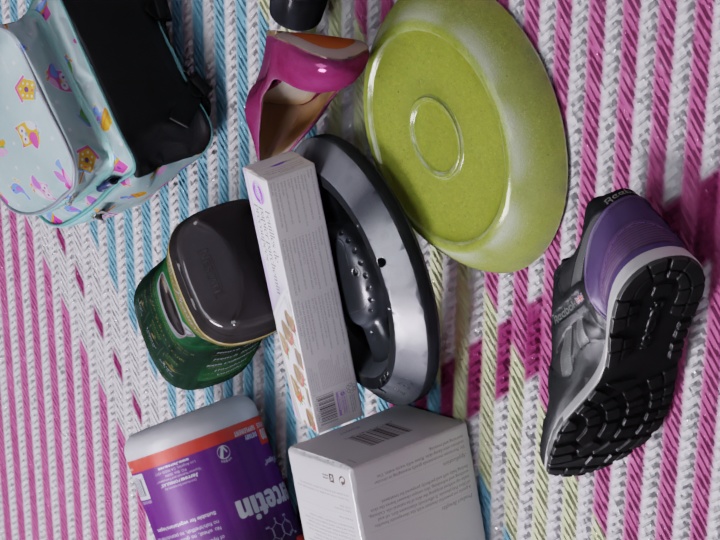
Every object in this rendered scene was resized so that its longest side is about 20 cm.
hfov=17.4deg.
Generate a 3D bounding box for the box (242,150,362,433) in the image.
[{"bbox_3d":[-0.039,0.017,1.653,0.039,0.041,0.200,31,138,57],"label":"box"}]

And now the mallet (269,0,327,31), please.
[{"bbox_3d":[-0.080,-0.245,1.669,0.200,0.041,0.066,49,144,39],"label":"mallet"}]

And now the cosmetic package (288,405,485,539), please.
[{"bbox_3d":[0.028,0.209,1.672,0.085,0.108,0.200,13,115,54],"label":"cosmetic package"}]

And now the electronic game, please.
[{"bbox_3d":[0.000,0.000,1.656,0.200,0.042,0.200,48,150,41],"label":"electronic game"}]

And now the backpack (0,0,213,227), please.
[{"bbox_3d":[-0.224,-0.123,1.841,0.176,0.153,0.200,62,154,5],"label":"backpack"}]

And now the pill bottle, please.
[{"bbox_3d":[-0.105,0.207,1.865,0.112,0.112,0.200,-22,88,58],"label":"pill bottle"}]

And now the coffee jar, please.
[{"bbox_3d":[-0.108,0.018,1.762,0.104,0.085,0.200,68,161,8],"label":"coffee jar"}]

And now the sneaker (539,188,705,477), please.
[{"bbox_3d":[0.151,0.038,1.449,0.088,0.076,0.200,-117,34,-40],"label":"sneaker"}]

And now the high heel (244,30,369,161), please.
[{"bbox_3d":[-0.041,-0.113,1.595,0.200,0.067,0.096,-158,74,-70],"label":"high heel"}]

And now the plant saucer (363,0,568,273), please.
[{"bbox_3d":[0.059,-0.090,1.540,0.200,0.031,0.200,33,133,45],"label":"plant saucer"}]
